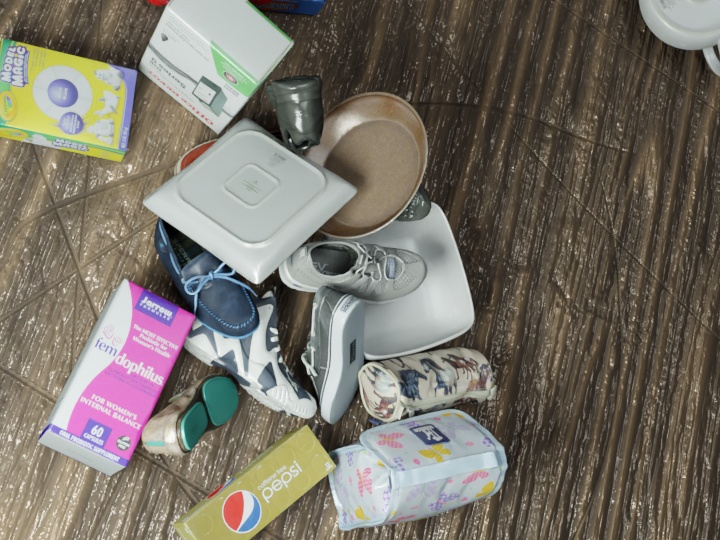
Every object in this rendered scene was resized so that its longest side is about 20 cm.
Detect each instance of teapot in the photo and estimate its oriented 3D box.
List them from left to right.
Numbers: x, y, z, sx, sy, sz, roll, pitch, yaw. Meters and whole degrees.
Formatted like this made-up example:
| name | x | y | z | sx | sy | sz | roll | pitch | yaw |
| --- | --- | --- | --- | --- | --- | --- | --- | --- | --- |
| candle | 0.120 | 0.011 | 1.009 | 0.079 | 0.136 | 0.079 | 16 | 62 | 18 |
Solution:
| name | x | y | z | sx | sy | sz | roll | pitch | yaw |
| --- | --- | --- | --- | --- | --- | --- | --- | --- | --- |
| teapot | 0.552 | -0.448 | 1.796 | 0.195 | 0.146 | 0.202 | 20 | 90 | 9 |

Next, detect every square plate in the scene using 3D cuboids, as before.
| name | x | y | z | sx | sy | sz | roll | pitch | yaw |
| --- | --- | --- | --- | --- | --- | --- | --- | --- | --- |
| square plate | -0.137 | -0.099 | 1.361 | 0.199 | 0.029 | 0.198 | 34 | 59 | 20 |

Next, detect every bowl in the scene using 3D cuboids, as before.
| name | x | y | z | sx | sy | sz | roll | pitch | yaw |
| --- | --- | --- | --- | --- | --- | --- | --- | --- | --- |
| bowl | 0.041 | 0.018 | 1.483 | 0.198 | 0.075 | 0.202 | -13 | 82 | -27 |

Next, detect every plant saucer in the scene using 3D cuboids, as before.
| name | x | y | z | sx | sy | sz | roll | pitch | yaw |
| --- | --- | --- | --- | --- | --- | --- | --- | --- | --- |
| plant saucer | 0.006 | -0.132 | 1.410 | 0.037 | 0.198 | 0.203 | 29 | 61 | -54 |

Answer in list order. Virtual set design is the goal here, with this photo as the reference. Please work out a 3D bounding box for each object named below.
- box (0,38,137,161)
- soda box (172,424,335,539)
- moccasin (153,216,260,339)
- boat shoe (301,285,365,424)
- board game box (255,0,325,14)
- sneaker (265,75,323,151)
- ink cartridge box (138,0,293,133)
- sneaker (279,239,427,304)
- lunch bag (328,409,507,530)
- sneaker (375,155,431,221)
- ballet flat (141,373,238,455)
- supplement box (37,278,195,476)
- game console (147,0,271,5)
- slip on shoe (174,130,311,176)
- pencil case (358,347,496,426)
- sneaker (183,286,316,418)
| name | x | y | z | sx | sy | sz | roll | pitch | yaw |
| --- | --- | --- | --- | --- | --- | --- | --- | --- | --- |
| box | -0.390 | -0.218 | 1.371 | 0.198 | 0.048 | 0.119 | 9 | 73 | -20 |
| soda box | -0.130 | 0.278 | 1.346 | 0.199 | 0.064 | 0.068 | -36 | 92 | -27 |
| moccasin | -0.200 | 0.004 | 1.340 | 0.080 | 0.069 | 0.200 | -37 | 62 | -25 |
| boat shoe | -0.041 | 0.108 | 1.387 | 0.068 | 0.201 | 0.074 | 25 | 46 | 24 |
| board game box | -0.134 | -0.472 | 1.549 | 0.150 | 0.045 | 0.203 | 0 | 77 | -23 |
| sneaker | -0.081 | -0.198 | 1.380 | 0.075 | 0.200 | 0.092 | -7 | 99 | 1 |
| ink cartridge box | -0.190 | -0.275 | 1.389 | 0.146 | 0.200 | 0.084 | 39 | 68 | -9 |
| sneaker | 0.000 | 0.000 | 1.384 | 0.198 | 0.082 | 0.076 | 0 | 77 | -22 |
| lunch bag | 0.070 | 0.250 | 1.365 | 0.168 | 0.200 | 0.129 | -8 | 80 | -24 |
| sneaker | 0.039 | -0.136 | 1.480 | 0.090 | 0.077 | 0.200 | -9 | 41 | -39 |
| ballet flat | -0.208 | 0.171 | 1.305 | 0.066 | 0.200 | 0.069 | -11 | 94 | 14 |
| supplement box | -0.290 | 0.128 | 1.295 | 0.100 | 0.103 | 0.202 | 28 | 66 | -14 |
| game console | -0.205 | -0.446 | 1.480 | 0.197 | 0.031 | 0.179 | 0 | 78 | -1 |
| slip on shoe | -0.154 | -0.150 | 1.449 | 0.198 | 0.061 | 0.075 | -15 | 84 | -25 |
| pencil case | 0.092 | 0.153 | 1.441 | 0.198 | 0.078 | 0.090 | -5 | 46 | -41 |
| sneaker | -0.117 | 0.091 | 1.391 | 0.198 | 0.079 | 0.130 | 34 | 71 | -5 |
